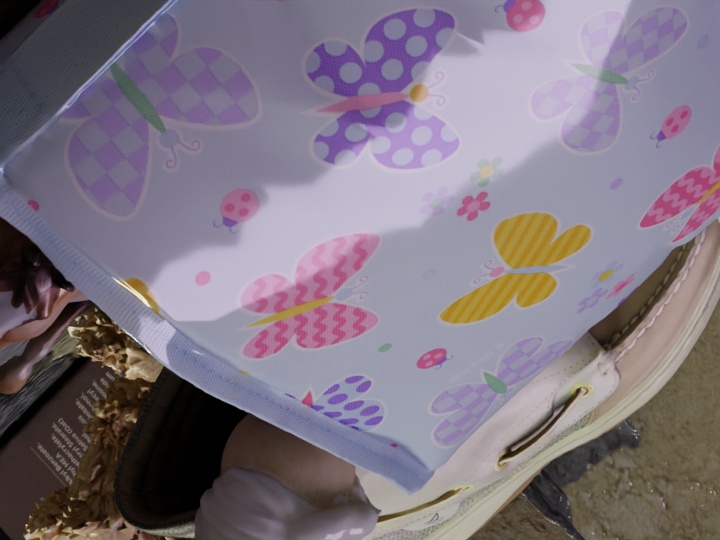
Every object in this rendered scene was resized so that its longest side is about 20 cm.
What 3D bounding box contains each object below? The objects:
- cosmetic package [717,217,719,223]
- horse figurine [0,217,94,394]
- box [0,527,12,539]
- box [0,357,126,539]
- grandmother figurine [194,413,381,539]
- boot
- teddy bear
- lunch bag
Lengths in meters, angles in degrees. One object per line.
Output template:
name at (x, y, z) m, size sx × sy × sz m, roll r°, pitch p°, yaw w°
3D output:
cosmetic package at (0.152, -0.061, 0.890) m, size 0.082 × 0.051 × 0.200 m, roll -21°, pitch 158°, yaw -5°
horse figurine at (-0.087, -0.002, 0.868) m, size 0.132 × 0.050 × 0.200 m, roll -41°, pitch 174°, yaw 30°
box at (-0.166, 0.176, 0.888) m, size 0.200 × 0.197 × 0.117 m, roll -37°, pitch 170°, yaw -39°
box at (-0.062, 0.045, 1.203) m, size 0.200 × 0.075 × 0.100 m, roll -46°, pitch 173°, yaw 15°
grandmother figurine at (0.000, 0.000, 0.893) m, size 0.061 × 0.121 × 0.201 m, roll 32°, pitch -75°, yaw 62°
boot at (0.024, 0.023, 0.992) m, size 0.200 × 0.072 × 0.154 m, roll -45°, pitch 150°, yaw 20°
teddy bear at (-0.047, 0.042, 1.093) m, size 0.145 × 0.067 × 0.200 m, roll 4°, pitch 123°, yaw -23°
lunch bag at (0.006, -0.056, 0.732) m, size 0.170 × 0.127 × 0.200 m, roll -43°, pitch 152°, yaw 10°
